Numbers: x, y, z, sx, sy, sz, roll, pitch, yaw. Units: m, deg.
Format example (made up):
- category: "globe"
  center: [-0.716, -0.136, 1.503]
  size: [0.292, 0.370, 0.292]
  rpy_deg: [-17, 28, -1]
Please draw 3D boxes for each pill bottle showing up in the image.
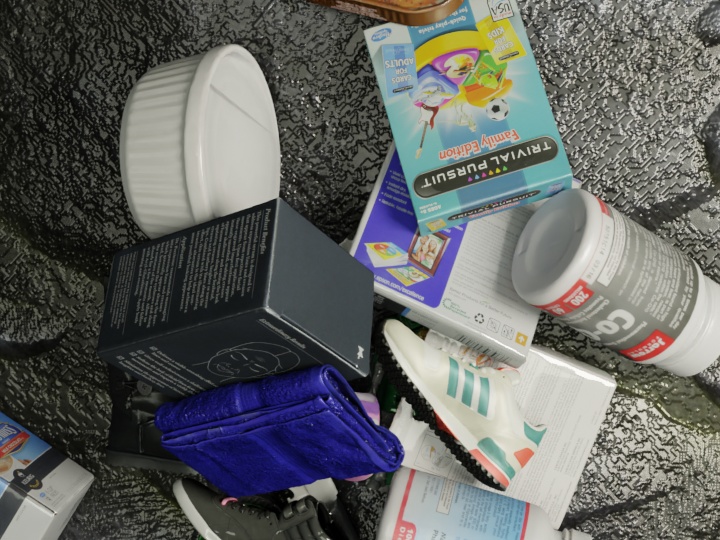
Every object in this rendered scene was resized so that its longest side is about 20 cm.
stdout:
- category: "pill bottle"
  center: [0.115, 0.266, 1.171]
  size: [0.197, 0.109, 0.111]
  rpy_deg: [15, 99, 7]
- category: "pill bottle"
  center: [0.249, 0.017, 1.148]
  size: [0.198, 0.114, 0.115]
  rpy_deg: [28, 100, -24]

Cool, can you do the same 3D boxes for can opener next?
- category: "can opener"
  center: [-0.037, 0.251, 1.269]
  size: [0.052, 0.067, 0.202]
  rpy_deg: [-22, 104, 10]

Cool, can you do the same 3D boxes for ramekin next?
- category: "ramekin"
  center: [-0.152, -0.109, 1.164]
  size: [0.093, 0.202, 0.206]
  rpy_deg: [0, 98, 17]

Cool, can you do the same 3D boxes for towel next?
- category: "towel"
  center: [-0.076, 0.157, 1.112]
  size: [0.197, 0.050, 0.148]
  rpy_deg: [-15, 134, 30]

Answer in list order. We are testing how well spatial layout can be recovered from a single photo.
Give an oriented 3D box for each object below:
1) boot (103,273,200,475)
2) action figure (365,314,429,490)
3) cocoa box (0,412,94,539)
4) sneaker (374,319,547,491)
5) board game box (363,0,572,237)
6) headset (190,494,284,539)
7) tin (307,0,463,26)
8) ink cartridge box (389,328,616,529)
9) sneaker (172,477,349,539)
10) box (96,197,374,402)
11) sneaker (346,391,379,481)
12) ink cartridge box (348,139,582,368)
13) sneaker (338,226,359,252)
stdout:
- category: "boot"
  center: [-0.184, 0.102, 1.261]
  size: [0.162, 0.066, 0.204]
  rpy_deg: [3, 94, 3]
- category: "action figure"
  center: [0.045, 0.123, 1.245]
  size: [0.116, 0.055, 0.204]
  rpy_deg: [7, 95, 7]
- category: "cocoa box"
  center: [-0.393, 0.274, 1.263]
  size: [0.130, 0.133, 0.202]
  rpy_deg: [33, 100, 1]
- category: "sneaker"
  center: [0.098, 0.110, 1.174]
  size: [0.093, 0.070, 0.200]
  rpy_deg: [-41, 94, -14]
- category: "board game box"
  center: [0.100, -0.152, 1.159]
  size: [0.149, 0.047, 0.203]
  rpy_deg: [-17, 73, 3]
- category: "headset"
  center: [-0.104, 0.335, 1.289]
  size: [0.122, 0.094, 0.203]
  rpy_deg: [-19, 81, 8]
- category: "tin"
  center: [0.013, -0.300, 1.170]
  size: [0.197, 0.042, 0.114]
  rpy_deg: [16, 80, 12]
- category: "ink cartridge box"
  center: [0.136, 0.146, 1.226]
  size: [0.197, 0.050, 0.163]
  rpy_deg: [22, 95, -2]
- category: "sneaker"
  center: [-0.091, 0.247, 1.218]
  size: [0.199, 0.071, 0.100]
  rpy_deg: [38, 96, 15]
- category: "box"
  center: [-0.109, 0.038, 1.090]
  size: [0.197, 0.148, 0.109]
  rpy_deg: [-15, 56, 31]
- category: "sneaker"
  center: [-0.066, 0.141, 1.207]
  size: [0.197, 0.089, 0.081]
  rpy_deg: [11, 131, 13]
- category: "ink cartridge box"
  center: [0.099, -0.036, 1.191]
  size: [0.196, 0.043, 0.202]
  rpy_deg: [25, 67, -5]
- category: "sneaker"
  center: [0.000, 0.000, 1.229]
  size: [0.197, 0.080, 0.075]
  rpy_deg: [-22, 73, -7]
